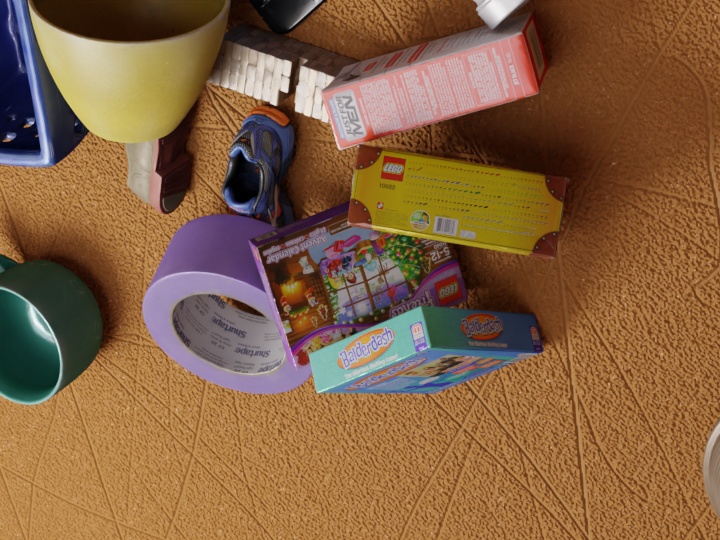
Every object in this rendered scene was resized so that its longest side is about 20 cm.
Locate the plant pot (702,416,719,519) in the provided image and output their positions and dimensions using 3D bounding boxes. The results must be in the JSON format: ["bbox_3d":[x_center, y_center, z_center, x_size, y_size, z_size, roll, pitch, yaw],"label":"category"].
[{"bbox_3d":[0.421,0.218,1.643,0.199,0.093,0.203,13,120,24],"label":"plant pot"}]

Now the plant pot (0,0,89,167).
[{"bbox_3d":[-0.372,-0.239,1.816,0.198,0.180,0.202,7,116,26],"label":"plant pot"}]

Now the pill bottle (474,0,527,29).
[{"bbox_3d":[0.091,-0.325,1.551,0.201,0.113,0.113,51,127,-1],"label":"pill bottle"}]

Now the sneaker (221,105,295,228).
[{"bbox_3d":[-0.117,-0.075,1.811,0.075,0.078,0.202,16,126,24],"label":"sneaker"}]

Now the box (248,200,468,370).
[{"bbox_3d":[0.000,0.000,1.729,0.039,0.198,0.138,-144,34,-69],"label":"box"}]

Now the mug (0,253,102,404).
[{"bbox_3d":[-0.386,0.051,2.008,0.151,0.114,0.187,-4,111,32],"label":"mug"}]

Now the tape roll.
[{"bbox_3d":[-0.129,0.038,1.828,0.198,0.085,0.201,13,141,11],"label":"tape roll"}]

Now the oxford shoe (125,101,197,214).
[{"bbox_3d":[-0.227,-0.160,1.843,0.074,0.070,0.202,25,122,25],"label":"oxford shoe"}]

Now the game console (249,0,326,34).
[{"bbox_3d":[-0.107,-0.338,1.655,0.172,0.119,0.201,-35,93,37],"label":"game console"}]

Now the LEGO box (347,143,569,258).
[{"bbox_3d":[0.094,-0.065,1.613,0.198,0.149,0.078,9,93,5],"label":"LEGO box"}]

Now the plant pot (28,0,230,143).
[{"bbox_3d":[-0.230,-0.214,1.699,0.198,0.200,0.143,19,129,20],"label":"plant pot"}]

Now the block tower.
[{"bbox_3d":[-0.061,-0.198,1.738,0.198,0.058,0.055,20,122,18],"label":"block tower"}]

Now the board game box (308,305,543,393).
[{"bbox_3d":[0.068,0.083,1.715,0.151,0.199,0.045,-24,73,35],"label":"board game box"}]

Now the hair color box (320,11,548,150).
[{"bbox_3d":[0.072,-0.180,1.602,0.198,0.111,0.065,-13,106,16],"label":"hair color box"}]
